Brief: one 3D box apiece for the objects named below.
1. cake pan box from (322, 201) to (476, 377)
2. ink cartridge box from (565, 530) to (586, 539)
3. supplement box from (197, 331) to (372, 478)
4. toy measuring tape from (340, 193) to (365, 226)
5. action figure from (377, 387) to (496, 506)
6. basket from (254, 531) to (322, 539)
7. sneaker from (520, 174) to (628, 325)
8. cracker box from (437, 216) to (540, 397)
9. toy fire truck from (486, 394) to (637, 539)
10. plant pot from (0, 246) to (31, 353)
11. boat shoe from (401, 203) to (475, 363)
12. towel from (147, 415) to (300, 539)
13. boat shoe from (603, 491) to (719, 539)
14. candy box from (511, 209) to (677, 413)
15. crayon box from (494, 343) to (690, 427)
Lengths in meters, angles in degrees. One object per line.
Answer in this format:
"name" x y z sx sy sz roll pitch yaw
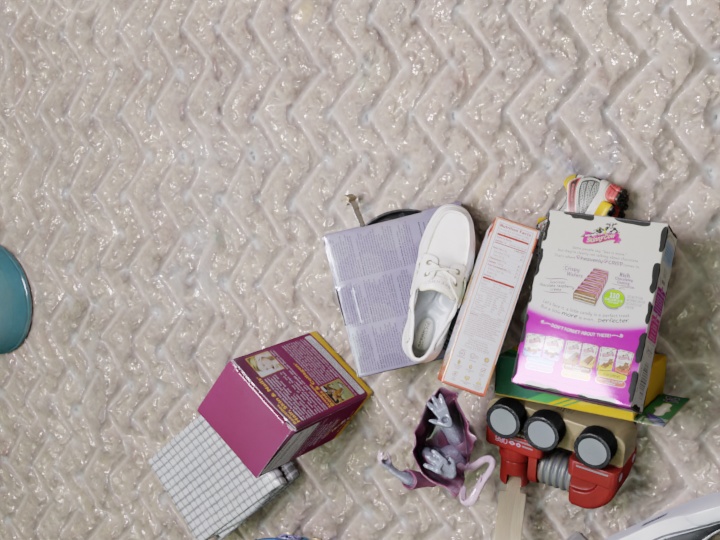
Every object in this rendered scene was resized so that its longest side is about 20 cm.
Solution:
"cake pan box" 0.061 0.021 1.326 0.183 0.052 0.201 -15 91 2
"ink cartridge box" 0.235 0.460 1.282 0.147 0.144 0.200 44 118 17
"supplement box" -0.098 0.178 1.408 0.131 0.200 0.103 46 118 18
"toy measuring tape" 0.000 0.000 1.396 0.073 0.073 0.201 -26 85 32
"action figure" 0.113 0.230 1.318 0.149 0.200 0.134 33 71 19
"basket" -0.108 0.450 1.458 0.176 0.200 0.140 1 99 30
"sneaker" 0.243 -0.022 1.244 0.082 0.078 0.201 32 104 28
"cracker box" 0.149 0.045 1.226 0.057 0.134 0.201 19 86 4
"toy fire truck" 0.234 0.256 1.273 0.175 0.129 0.201 15 118 28
"plant pot" -0.702 0.063 1.763 0.199 0.188 0.201 7 102 32
"boat shoe" 0.098 0.018 1.264 0.070 0.069 0.201 12 93 3
"towel" -0.203 0.299 1.565 0.200 0.085 0.166 -42 78 28
"boat shoe" 0.377 0.317 1.214 0.200 0.072 0.068 -35 78 34
"candy box" 0.257 0.043 1.132 0.136 0.061 0.201 10 81 29
"crayon box" 0.274 0.125 1.213 0.199 0.126 0.052 9 103 30
